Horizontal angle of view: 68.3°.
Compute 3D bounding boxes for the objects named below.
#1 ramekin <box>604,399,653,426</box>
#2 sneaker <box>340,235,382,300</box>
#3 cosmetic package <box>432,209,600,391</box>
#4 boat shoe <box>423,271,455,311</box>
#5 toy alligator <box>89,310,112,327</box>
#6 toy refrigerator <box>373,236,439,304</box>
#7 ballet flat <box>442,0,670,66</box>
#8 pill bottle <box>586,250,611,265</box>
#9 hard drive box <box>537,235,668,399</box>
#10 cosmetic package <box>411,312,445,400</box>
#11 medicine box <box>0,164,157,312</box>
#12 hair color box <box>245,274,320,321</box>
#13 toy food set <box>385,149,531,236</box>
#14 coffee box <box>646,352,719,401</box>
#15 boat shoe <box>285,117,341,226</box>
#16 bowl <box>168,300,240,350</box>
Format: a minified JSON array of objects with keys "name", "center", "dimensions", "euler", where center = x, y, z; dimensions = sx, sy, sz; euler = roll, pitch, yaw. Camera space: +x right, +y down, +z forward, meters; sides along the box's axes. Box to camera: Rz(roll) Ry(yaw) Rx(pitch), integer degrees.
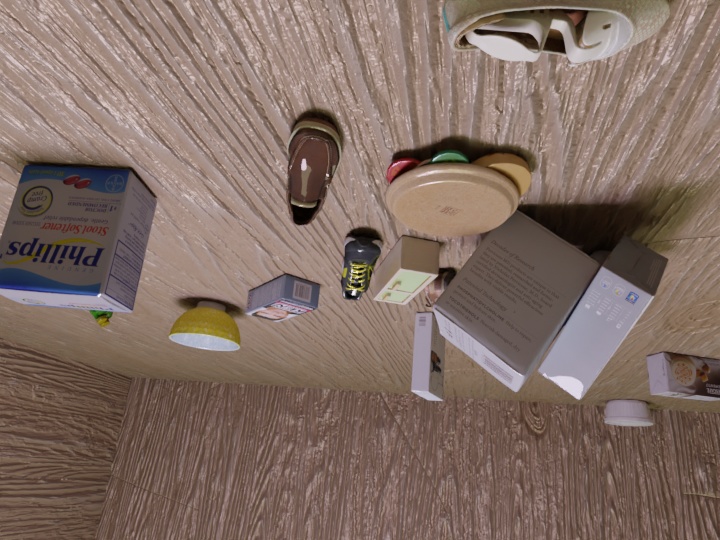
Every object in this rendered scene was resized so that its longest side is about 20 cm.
[{"name":"ramekin","center":[1.199,0.639,2.382],"dimensions":[0.196,0.097,0.203],"euler":[4,160,2]},{"name":"sneaker","center":[0.000,0.000,1.013],"dimensions":[0.072,0.087,0.201],"euler":[5,160,-2]},{"name":"cosmetic package","center":[0.241,0.051,0.841],"dimensions":[0.165,0.201,0.168],"euler":[36,171,23]},{"name":"boat shoe","center":[0.178,0.059,1.155],"dimensions":[0.072,0.077,0.201],"euler":[4,152,20]},{"name":"toy alligator","center":[-0.772,0.118,1.579],"dimensions":[0.054,0.060,0.200],"euler":[-33,171,-23]},{"name":"toy refrigerator","center":[0.085,0.009,1.036],"dimensions":[0.074,0.072,0.200],"euler":[9,160,-11]},{"name":"ballet flat","center":[0.167,-0.205,0.459],"dimensions":[0.194,0.064,0.068],"euler":[4,160,2]},{"name":"pill bottle","center":[0.403,0.031,0.946],"dimensions":[0.114,0.119,0.198],"euler":[18,156,-31]},{"name":"hard drive box","center":[0.367,0.070,0.804],"dimensions":[0.076,0.204,0.155],"euler":[33,-145,23]},{"name":"cosmetic package","center":[0.184,0.231,1.408],"dimensions":[0.050,0.205,0.151],"euler":[-2,160,21]},{"name":"medicine box","center":[-0.441,-0.048,0.830],"dimensions":[0.177,0.205,0.103],"euler":[4,160,4]},{"name":"hair color box","center":[-0.192,0.071,1.286],"dimensions":[0.097,0.062,0.198],"euler":[19,156,-32]},{"name":"toy food set","center":[0.127,-0.106,0.753],"dimensions":[0.192,0.050,0.201],"euler":[7,160,-4]},{"name":"coffee box","center":[0.955,0.315,1.557],"dimensions":[0.195,0.117,0.080],"euler":[9,159,-9]},{"name":"boat shoe","center":[-0.067,-0.121,0.723],"dimensions":[0.073,0.077,0.203],"euler":[7,159,-6]},{"name":"bowl","center":[-0.424,0.149,1.483],"dimensions":[0.194,0.110,0.201],"euler":[5,159,2]}]
